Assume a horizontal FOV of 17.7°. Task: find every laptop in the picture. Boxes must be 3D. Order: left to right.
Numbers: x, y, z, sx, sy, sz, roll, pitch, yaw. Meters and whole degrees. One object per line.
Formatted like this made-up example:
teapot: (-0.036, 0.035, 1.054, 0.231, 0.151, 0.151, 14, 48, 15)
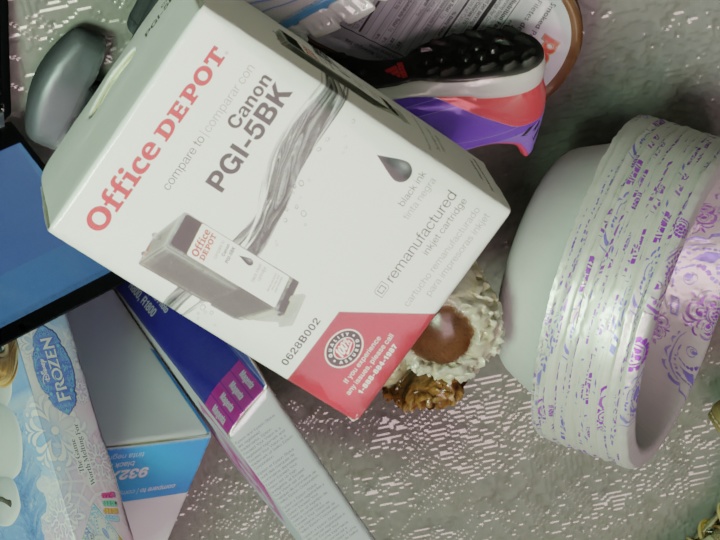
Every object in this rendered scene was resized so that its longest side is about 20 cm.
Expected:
laptop: (-0.217, -0.070, 1.231, 0.103, 0.177, 0.201, 20, 121, 30)

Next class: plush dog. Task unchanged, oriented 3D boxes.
plush dog: (0.000, 0.000, 1.384, 0.199, 0.161, 0.172, 28, 136, 6)

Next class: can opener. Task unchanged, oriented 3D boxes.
can opener: (-0.127, -0.143, 1.295, 0.067, 0.053, 0.201, 19, 119, -21)

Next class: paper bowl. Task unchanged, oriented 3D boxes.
paper bowl: (0.149, 0.007, 1.363, 0.104, 0.201, 0.202, 19, 127, 17)

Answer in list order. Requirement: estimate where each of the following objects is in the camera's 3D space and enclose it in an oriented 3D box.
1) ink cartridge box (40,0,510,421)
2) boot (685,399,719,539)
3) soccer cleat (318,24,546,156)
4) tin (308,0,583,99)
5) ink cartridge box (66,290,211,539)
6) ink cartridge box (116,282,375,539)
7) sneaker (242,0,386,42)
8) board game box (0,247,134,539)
ink cartridge box: (-0.046, -0.039, 1.202, 0.199, 0.083, 0.147, 32, 103, -19)
boot: (0.244, 0.179, 1.565, 0.155, 0.073, 0.200, -31, 129, 11)
soccer cleat: (0.008, -0.086, 1.303, 0.199, 0.068, 0.074, -9, 125, -5)
tin: (0.036, -0.155, 1.320, 0.199, 0.042, 0.112, 23, 123, -23)
ink cartridge box: (-0.186, 0.130, 1.409, 0.083, 0.145, 0.201, -5, 132, -38)
ink cartridge box: (-0.079, 0.072, 1.366, 0.043, 0.196, 0.200, -37, 124, -6)
sneaker: (-0.073, -0.146, 1.238, 0.200, 0.075, 0.087, -37, 126, 1)
board game box: (-0.219, 0.114, 1.341, 0.043, 0.200, 0.200, -11, 168, -42)
